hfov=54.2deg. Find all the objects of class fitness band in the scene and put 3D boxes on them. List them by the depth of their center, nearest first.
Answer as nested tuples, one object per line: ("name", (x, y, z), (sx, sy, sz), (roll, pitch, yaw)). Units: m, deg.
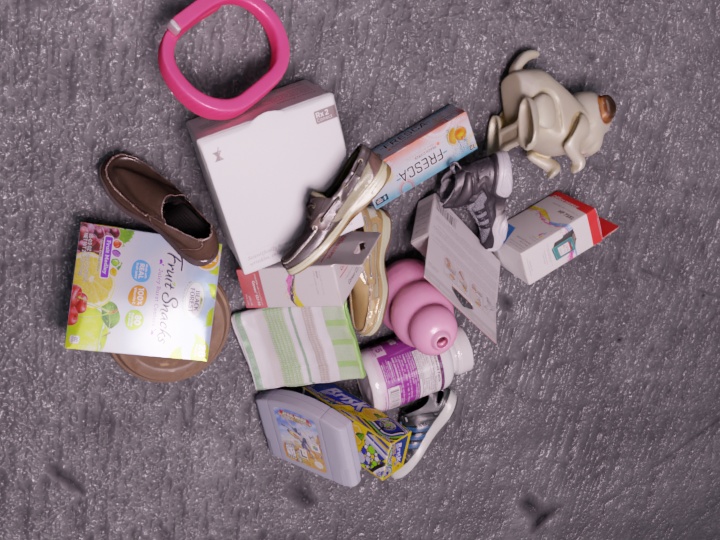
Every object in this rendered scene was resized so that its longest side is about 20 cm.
("fitness band", (-0.175, -0.287, 0.926), (0.144, 0.037, 0.201), (49, 55, -13))

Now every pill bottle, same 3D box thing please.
("pill bottle", (0.094, 0.165, 1.229), (0.195, 0.112, 0.115), (-17, 117, -15))

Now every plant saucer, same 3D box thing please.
("plant saucer", (-0.295, 0.086, 1.084), (0.194, 0.029, 0.206), (-8, 113, -18))

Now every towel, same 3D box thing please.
("towel", (-0.099, 0.122, 1.121), (0.194, 0.031, 0.153), (-8, 118, 18))

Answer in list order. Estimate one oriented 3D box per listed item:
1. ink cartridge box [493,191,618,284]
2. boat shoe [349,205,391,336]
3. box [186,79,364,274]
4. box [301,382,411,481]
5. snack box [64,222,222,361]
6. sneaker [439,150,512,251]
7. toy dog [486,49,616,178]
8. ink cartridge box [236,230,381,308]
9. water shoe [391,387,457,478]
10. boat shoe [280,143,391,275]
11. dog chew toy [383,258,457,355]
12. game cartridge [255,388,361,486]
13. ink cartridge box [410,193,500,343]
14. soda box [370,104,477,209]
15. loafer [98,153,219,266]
("ink cartridge box", (0.337, -0.070, 1.232), (0.197, 0.116, 0.068), (-30, 119, -9))
("boat shoe", (0.000, 0.000, 1.119), (0.075, 0.070, 0.207), (7, 83, -46))
("box", (-0.121, -0.138, 1.006), (0.194, 0.131, 0.205), (-22, 117, -12))
("box", (-0.014, 0.258, 1.170), (0.063, 0.197, 0.072), (-12, 121, -51))
("snack box", (-0.306, 0.032, 0.999), (0.194, 0.067, 0.175), (7, 88, -22))
("sneaker", (0.184, -0.109, 1.150), (0.110, 0.077, 0.203), (-2, 139, 2))
("toy dog", (0.320, -0.248, 1.159), (0.194, 0.139, 0.200), (4, 73, -22))
("ink cartridge box", (-0.068, -0.002, 1.037), (0.194, 0.117, 0.069), (-2, 117, 21))
("water shoe", (0.101, 0.293, 1.321), (0.078, 0.072, 0.202), (35, 97, -2))
("boat shoe", (-0.044, -0.084, 0.950), (0.065, 0.073, 0.201), (42, 88, -20))
("dog chew toy", (0.094, 0.065, 1.134), (0.121, 0.201, 0.128), (-7, 117, -14))
("game cartridge", (-0.090, 0.266, 1.153), (0.041, 0.196, 0.136), (-40, 128, -40))
("ink cartridge box", (0.158, 0.002, 1.163), (0.044, 0.180, 0.199), (-23, 129, 37))
("soda box", (0.084, -0.181, 1.112), (0.197, 0.064, 0.070), (-31, 119, -7))
("loafer", (-0.267, -0.095, 0.960), (0.198, 0.071, 0.074), (38, 58, -4))
